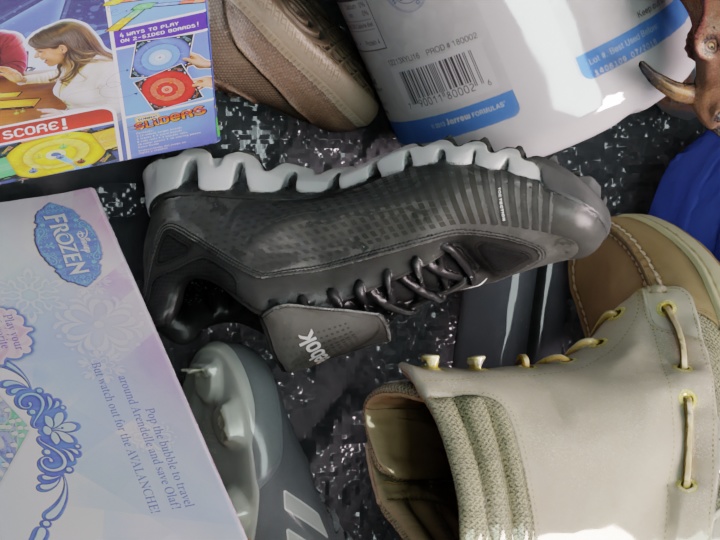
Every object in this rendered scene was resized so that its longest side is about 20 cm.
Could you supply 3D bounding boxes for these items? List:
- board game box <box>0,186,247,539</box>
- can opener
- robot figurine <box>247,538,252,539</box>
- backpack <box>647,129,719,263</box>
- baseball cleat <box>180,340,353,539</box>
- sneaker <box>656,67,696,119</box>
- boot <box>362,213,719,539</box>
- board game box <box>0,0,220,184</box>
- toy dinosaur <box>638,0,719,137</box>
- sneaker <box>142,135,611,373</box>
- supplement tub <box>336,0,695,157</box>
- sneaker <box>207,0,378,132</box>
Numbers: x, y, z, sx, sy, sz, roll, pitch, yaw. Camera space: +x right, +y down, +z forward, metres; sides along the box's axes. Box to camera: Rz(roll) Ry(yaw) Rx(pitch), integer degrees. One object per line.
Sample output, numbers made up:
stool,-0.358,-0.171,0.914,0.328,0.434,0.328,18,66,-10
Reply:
board game box,-0.166,0.060,0.980,0.198,0.200,0.043,-10,134,-18
can opener,0.072,0.070,1.120,0.053,0.067,0.201,8,89,-53
robot figurine,-0.111,0.179,1.016,0.144,0.200,0.117,1,54,-57
backpack,0.226,0.008,1.128,0.199,0.168,0.163,14,81,-18
baseball cleat,-0.023,0.122,1.104,0.106,0.070,0.201,-11,101,-33
sneaker,0.135,-0.167,1.135,0.080,0.071,0.201,-24,106,-24
boot,0.074,0.046,1.031,0.154,0.200,0.072,2,130,-19
board game box,-0.154,-0.077,0.981,0.199,0.136,0.035,-11,61,-7
toy dinosaur,0.146,-0.162,1.041,0.135,0.200,0.086,-22,143,3
sneaker,0.000,0.000,1.038,0.067,0.199,0.091,55,41,-55
supplement tub,0.043,-0.149,1.071,0.132,0.132,0.201,-26,101,-17
sneaker,-0.082,-0.111,1.073,0.200,0.071,0.076,40,107,-21
